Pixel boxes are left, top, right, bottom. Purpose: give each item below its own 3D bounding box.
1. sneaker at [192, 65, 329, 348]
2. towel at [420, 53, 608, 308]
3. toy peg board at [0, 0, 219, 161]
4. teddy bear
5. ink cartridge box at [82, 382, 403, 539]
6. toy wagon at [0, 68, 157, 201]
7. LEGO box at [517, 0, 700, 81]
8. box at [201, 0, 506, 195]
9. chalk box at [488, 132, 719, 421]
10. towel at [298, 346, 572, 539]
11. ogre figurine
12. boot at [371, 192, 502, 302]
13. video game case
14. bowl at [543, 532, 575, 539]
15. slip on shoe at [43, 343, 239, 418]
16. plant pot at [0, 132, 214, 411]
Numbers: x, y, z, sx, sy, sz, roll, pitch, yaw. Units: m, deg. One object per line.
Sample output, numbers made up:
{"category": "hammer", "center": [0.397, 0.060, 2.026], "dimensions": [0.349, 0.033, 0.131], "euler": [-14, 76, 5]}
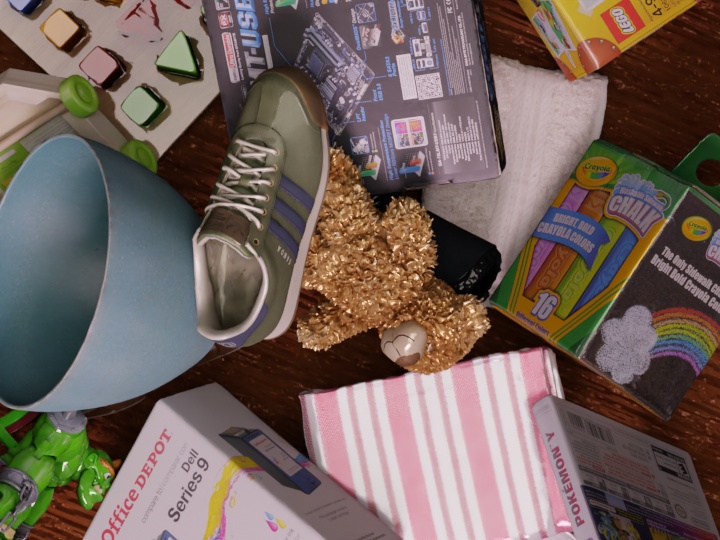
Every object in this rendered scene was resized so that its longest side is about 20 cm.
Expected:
{"category": "sneaker", "center": [-0.074, -0.039, 1.451], "dimensions": [0.067, 0.090, 0.200], "euler": [15, 106, 23]}
{"category": "towel", "center": [0.114, -0.068, 1.650], "dimensions": [0.132, 0.034, 0.200], "euler": [10, 92, -4]}
{"category": "toy peg board", "center": [-0.168, -0.219, 1.599], "dimensions": [0.199, 0.098, 0.200], "euler": [43, 90, -4]}
{"category": "teddy bear", "center": [0.000, 0.000, 1.511], "dimensions": [0.145, 0.067, 0.200], "euler": [-23, 104, 19]}
{"category": "ink cartridge box", "center": [-0.091, 0.203, 1.571], "dimensions": [0.200, 0.087, 0.145], "euler": [39, 113, 21]}
{"category": "toy wagon", "center": [-0.228, -0.063, 1.602], "dimensions": [0.155, 0.040, 0.200], "euler": [-28, 119, 27]}
{"category": "LEGO box", "center": [0.176, -0.272, 1.609], "dimensions": [0.149, 0.077, 0.200], "euler": [-34, 93, -11]}
{"category": "box", "center": [-0.006, -0.153, 1.523], "dimensions": [0.198, 0.050, 0.200], "euler": [-8, 104, 13]}
{"category": "chalk box", "center": [0.220, -0.013, 1.592], "dimensions": [0.125, 0.124, 0.200], "euler": [34, 89, -38]}
{"category": "towel", "center": [0.063, 0.144, 1.591], "dimensions": [0.200, 0.030, 0.147], "euler": [-11, 91, 1]}
{"category": "ogre figurine", "center": [-0.250, 0.160, 1.576], "dimensions": [0.098, 0.200, 0.120], "euler": [31, 72, 21]}
{"category": "boot", "center": [0.040, -0.049, 1.599], "dimensions": [0.168, 0.076, 0.200], "euler": [29, 98, 22]}
{"category": "video game case", "center": [0.216, 0.196, 1.563], "dimensions": [0.023, 0.200, 0.182], "euler": [-35, 54, 26]}
{"category": "bowl", "center": [0.060, 0.254, 1.644], "dimensions": [0.200, 0.075, 0.200], "euler": [29, 91, -4]}
{"category": "slip on shoe", "center": [-0.176, 0.054, 1.634], "dimensions": [0.200, 0.076, 0.061], "euler": [-26, 54, 7]}
{"category": "plant pot", "center": [-0.175, 0.011, 1.525], "dimensions": [0.135, 0.200, 0.200], "euler": [12, 93, -34]}
